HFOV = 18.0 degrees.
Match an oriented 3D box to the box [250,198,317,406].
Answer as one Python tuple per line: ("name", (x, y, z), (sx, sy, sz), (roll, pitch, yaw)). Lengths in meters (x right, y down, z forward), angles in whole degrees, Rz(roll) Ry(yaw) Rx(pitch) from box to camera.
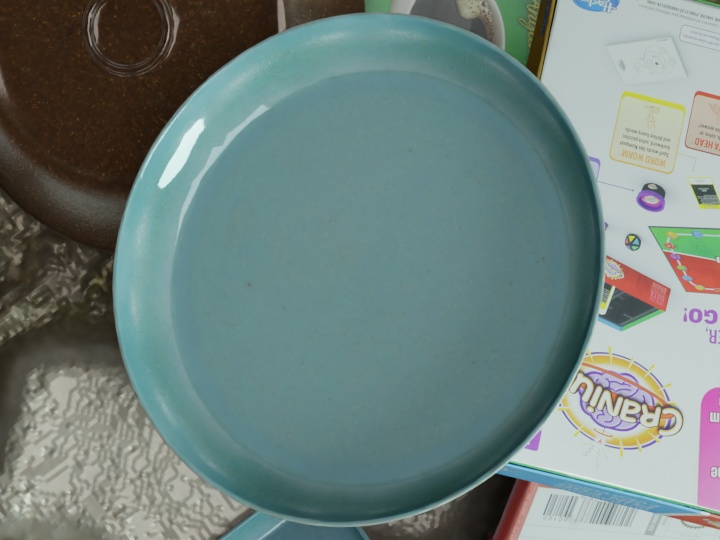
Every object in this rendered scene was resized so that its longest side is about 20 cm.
("box", (0.048, 0.028, 0.989), (0.198, 0.148, 0.105), (-2, 82, -6))

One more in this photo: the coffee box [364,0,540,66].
("coffee box", (0.029, -0.085, 1.039), (0.198, 0.044, 0.124), (-1, 93, -6))

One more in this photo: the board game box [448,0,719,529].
("board game box", (0.126, -0.005, 0.907), (0.152, 0.040, 0.202), (15, 81, -4))

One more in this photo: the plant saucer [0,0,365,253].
("plant saucer", (-0.097, -0.106, 0.997), (0.198, 0.037, 0.203), (1, 93, 12))

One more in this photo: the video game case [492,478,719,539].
("video game case", (0.112, 0.165, 1.014), (0.142, 0.018, 0.201), (7, 125, -16))

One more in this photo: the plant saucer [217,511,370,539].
("plant saucer", (-0.002, 0.168, 0.991), (0.070, 0.200, 0.019), (-36, 133, -3))

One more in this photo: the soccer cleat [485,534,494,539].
("soccer cleat", (0.053, 0.164, 1.048), (0.199, 0.067, 0.077), (-34, 101, -6))

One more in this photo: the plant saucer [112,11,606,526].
("plant saucer", (0.000, 0.000, 0.881), (0.198, 0.027, 0.202), (-5, 75, 17))
